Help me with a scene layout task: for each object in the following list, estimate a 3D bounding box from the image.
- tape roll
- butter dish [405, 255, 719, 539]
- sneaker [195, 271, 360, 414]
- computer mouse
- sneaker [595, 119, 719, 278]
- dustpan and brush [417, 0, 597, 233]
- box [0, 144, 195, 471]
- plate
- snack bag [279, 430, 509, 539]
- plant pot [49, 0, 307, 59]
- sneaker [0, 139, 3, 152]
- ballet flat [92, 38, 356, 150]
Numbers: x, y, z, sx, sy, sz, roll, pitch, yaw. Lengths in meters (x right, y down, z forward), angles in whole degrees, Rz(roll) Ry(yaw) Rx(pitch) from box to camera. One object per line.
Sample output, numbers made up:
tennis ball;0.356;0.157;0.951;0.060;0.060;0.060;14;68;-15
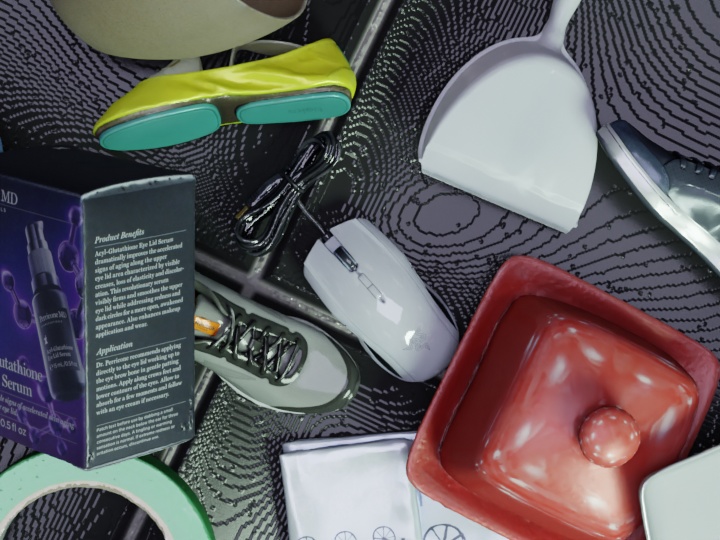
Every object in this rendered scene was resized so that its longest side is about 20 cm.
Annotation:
tape roll;-0.207;0.229;1.488;0.200;0.048;0.201;0;92;-1
butter dish;0.163;0.114;1.437;0.199;0.148;0.200;27;87;-9
sneaker;-0.094;0.052;1.472;0.200;0.079;0.074;26;89;-4
computer mouse;0.000;0.000;1.490;0.110;0.044;0.200;-43;93;-1
sneaker;0.286;-0.076;1.473;0.202;0.077;0.146;41;101;-13
dustpan and brush;0.136;-0.146;1.492;0.140;0.057;0.200;22;97;-14
box;-0.201;0.022;1.395;0.104;0.148;0.200;-14;109;-45
plate;0.288;0.198;1.460;0.200;0.032;0.200;-22;117;-23
snack bag;0.046;0.215;1.510;0.200;0.021;0.189;-6;91;-2
plant pot;-0.152;-0.229;1.420;0.134;0.200;0.200;-33;93;25
sneaker;-0.338;-0.051;1.465;0.200;0.131;0.080;-32;90;36
ballet flat;-0.104;-0.137;1.479;0.200;0.067;0.067;-10;71;-4
